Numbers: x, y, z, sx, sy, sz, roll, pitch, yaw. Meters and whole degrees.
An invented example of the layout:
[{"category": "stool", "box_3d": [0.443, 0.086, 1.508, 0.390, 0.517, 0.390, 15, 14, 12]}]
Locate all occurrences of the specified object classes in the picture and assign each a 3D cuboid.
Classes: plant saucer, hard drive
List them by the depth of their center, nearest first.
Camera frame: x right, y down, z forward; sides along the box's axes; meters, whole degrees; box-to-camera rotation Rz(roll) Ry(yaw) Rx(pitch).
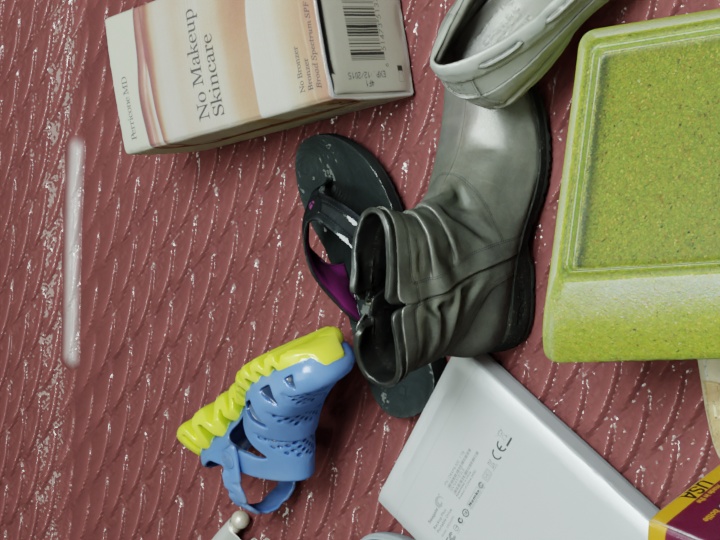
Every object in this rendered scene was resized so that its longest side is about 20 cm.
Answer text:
[{"category": "plant saucer", "box_3d": [0.180, -0.056, 0.827, 0.199, 0.048, 0.201, -4, 69, 38]}, {"category": "hard drive", "box_3d": [0.107, 0.159, 0.992, 0.200, 0.027, 0.132, 43, 121, 30]}]

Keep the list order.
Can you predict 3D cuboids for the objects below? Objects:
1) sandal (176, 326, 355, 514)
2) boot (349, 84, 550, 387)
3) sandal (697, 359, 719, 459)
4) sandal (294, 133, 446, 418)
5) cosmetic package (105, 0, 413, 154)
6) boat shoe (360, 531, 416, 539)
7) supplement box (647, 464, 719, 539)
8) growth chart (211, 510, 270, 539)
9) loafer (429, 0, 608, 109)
[{"category": "sandal", "box_3d": [-0.053, 0.104, 1.088, 0.087, 0.079, 0.200, 61, 146, 12]}, {"category": "boot", "box_3d": [0.050, -0.036, 0.948, 0.067, 0.130, 0.202, 5, 98, 41]}, {"category": "sandal", "box_3d": [0.187, 0.014, 0.873, 0.077, 0.069, 0.213, -20, 82, 41]}, {"category": "sandal", "box_3d": [0.001, 0.000, 1.050, 0.075, 0.048, 0.202, -30, 76, 40]}, {"category": "cosmetic package", "box_3d": [-0.071, -0.144, 1.070, 0.199, 0.087, 0.104, -12, 89, 42]}, {"category": "boat shoe", "box_3d": [0.051, 0.248, 1.023, 0.200, 0.071, 0.072, 45, 123, 29]}, {"category": "supplement box", "box_3d": [0.249, 0.191, 0.816, 0.199, 0.085, 0.111, 19, 121, 37]}, {"category": "growth chart", "box_3d": [-0.067, 0.278, 1.168, 0.200, 0.018, 0.145, 48, 124, 28]}, {"category": "loafer", "box_3d": [0.114, -0.178, 0.893, 0.070, 0.070, 0.200, 43, 104, 30]}]
